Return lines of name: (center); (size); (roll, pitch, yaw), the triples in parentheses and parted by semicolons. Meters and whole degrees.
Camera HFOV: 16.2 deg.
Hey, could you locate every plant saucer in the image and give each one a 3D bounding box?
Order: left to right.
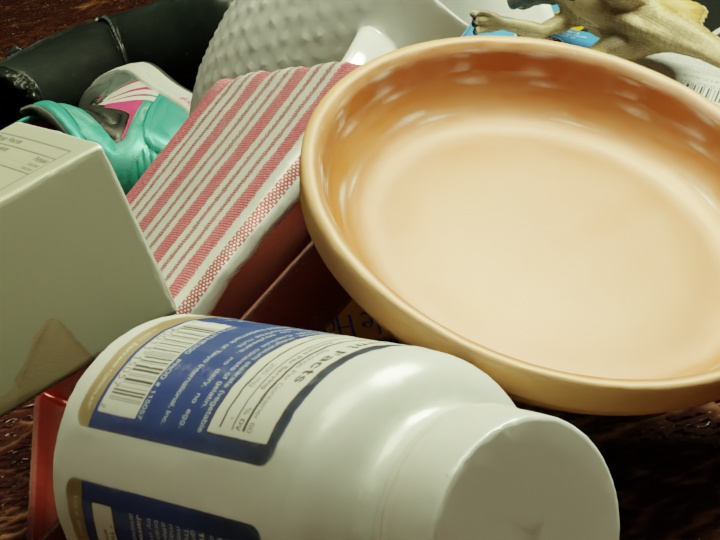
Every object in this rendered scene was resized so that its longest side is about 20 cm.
plant saucer: (-0.063, 0.024, 1.082); (0.200, 0.037, 0.200); (-48, 14, 8)
plant saucer: (0.073, -0.014, 0.948); (0.200, 0.037, 0.200); (9, 40, -8)

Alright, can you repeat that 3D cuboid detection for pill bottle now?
pill bottle: (-0.009, 0.078, 0.869); (0.111, 0.111, 0.200); (-27, 21, -34)

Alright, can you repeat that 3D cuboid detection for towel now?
towel: (-0.063, -0.025, 1.086); (0.146, 0.030, 0.200); (-53, 18, -12)

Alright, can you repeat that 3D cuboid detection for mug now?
mug: (-0.010, -0.101, 1.345); (0.175, 0.148, 0.200); (-44, 10, 26)

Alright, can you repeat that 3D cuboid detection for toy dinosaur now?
toy dinosaur: (0.118, -0.112, 1.119); (0.101, 0.058, 0.200); (-7, 26, -36)

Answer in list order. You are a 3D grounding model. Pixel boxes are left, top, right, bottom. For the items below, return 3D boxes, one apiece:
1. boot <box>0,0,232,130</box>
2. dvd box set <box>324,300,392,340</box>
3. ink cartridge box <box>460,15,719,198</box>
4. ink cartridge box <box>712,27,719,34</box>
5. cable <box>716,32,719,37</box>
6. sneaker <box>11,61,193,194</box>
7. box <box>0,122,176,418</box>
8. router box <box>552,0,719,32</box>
boot: (-0.182, -0.147, 1.797); (0.162, 0.073, 0.198); (-25, 12, -37)
dvd box set: (0.000, 0.000, 1.247); (0.200, 0.029, 0.146); (-8, 18, 22)
ink cartridge box: (0.097, -0.040, 1.124); (0.146, 0.086, 0.200); (12, 25, 10)
ink cartridge box: (0.289, -0.122, 1.365); (0.200, 0.044, 0.094); (2, 25, 42)
cable: (0.174, -0.104, 1.273); (0.097, 0.050, 0.200); (8, -13, 2)
sneaker: (-0.168, -0.073, 1.546); (0.121, 0.084, 0.200); (-11, 16, -22)
box: (-0.182, 0.025, 0.963); (0.200, 0.078, 0.095); (-31, 21, -20)
router box: (0.108, -0.122, 1.501); (0.149, 0.051, 0.200); (6, 27, 44)
